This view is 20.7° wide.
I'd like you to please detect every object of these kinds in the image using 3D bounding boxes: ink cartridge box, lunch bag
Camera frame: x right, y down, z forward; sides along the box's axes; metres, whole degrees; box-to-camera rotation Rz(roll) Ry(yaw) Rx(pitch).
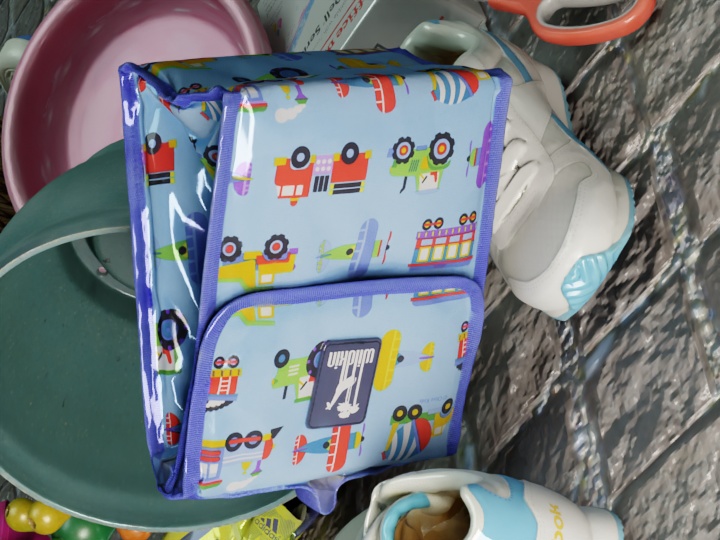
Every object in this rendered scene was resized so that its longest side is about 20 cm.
[{"bbox_3d":[0.006,-0.143,1.167,0.118,0.067,0.201,-54,28,23],"label":"ink cartridge box"},{"bbox_3d":[-0.023,0.009,0.872,0.094,0.149,0.202,20,113,52],"label":"lunch bag"}]

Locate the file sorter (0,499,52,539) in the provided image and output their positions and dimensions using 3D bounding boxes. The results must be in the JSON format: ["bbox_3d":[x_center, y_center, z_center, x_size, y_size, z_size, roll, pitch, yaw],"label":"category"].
[{"bbox_3d":[-0.221,0.266,1.127,0.124,0.139,0.201,-20,44,19],"label":"file sorter"}]

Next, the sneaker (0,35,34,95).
[{"bbox_3d":[-0.169,-0.140,1.375,0.076,0.200,0.112,13,74,36],"label":"sneaker"}]

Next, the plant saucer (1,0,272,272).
[{"bbox_3d":[-0.131,-0.091,1.218,0.199,0.051,0.203,-7,76,29],"label":"plant saucer"}]

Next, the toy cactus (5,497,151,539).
[{"bbox_3d":[-0.125,0.110,1.133,0.101,0.165,0.202,15,70,22],"label":"toy cactus"}]

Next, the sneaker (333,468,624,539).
[{"bbox_3d":[0.030,0.122,0.880,0.199,0.080,0.077,-21,51,58],"label":"sneaker"}]

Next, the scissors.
[{"bbox_3d":[0.067,-0.143,1.027,0.198,0.014,0.074,-2,60,35],"label":"scissors"}]

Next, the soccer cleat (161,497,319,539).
[{"bbox_3d":[-0.064,0.145,1.061,0.084,0.064,0.202,14,81,62],"label":"soccer cleat"}]

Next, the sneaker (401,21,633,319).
[{"bbox_3d":[0.067,-0.050,0.939,0.077,0.080,0.201,-54,29,20],"label":"sneaker"}]

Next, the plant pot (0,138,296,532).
[{"bbox_3d":[-0.101,0.015,1.002,0.201,0.199,0.135,-49,26,31],"label":"plant pot"}]

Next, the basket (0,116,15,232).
[{"bbox_3d":[-0.247,-0.001,1.381,0.142,0.199,0.150,-33,41,47],"label":"basket"}]
